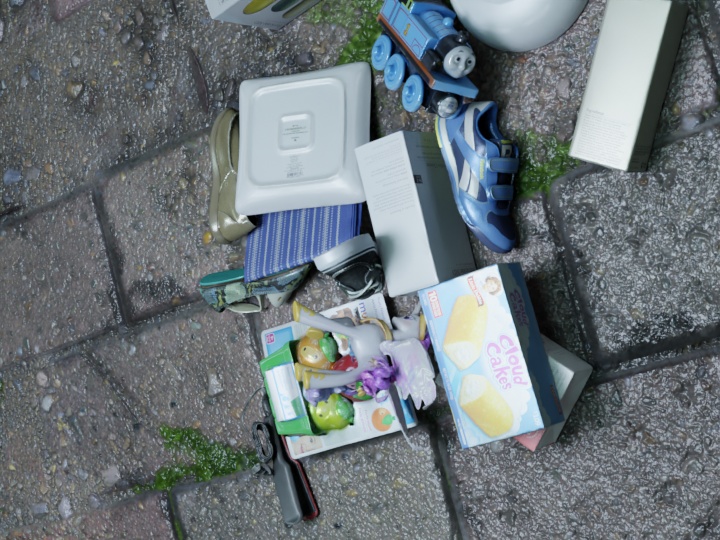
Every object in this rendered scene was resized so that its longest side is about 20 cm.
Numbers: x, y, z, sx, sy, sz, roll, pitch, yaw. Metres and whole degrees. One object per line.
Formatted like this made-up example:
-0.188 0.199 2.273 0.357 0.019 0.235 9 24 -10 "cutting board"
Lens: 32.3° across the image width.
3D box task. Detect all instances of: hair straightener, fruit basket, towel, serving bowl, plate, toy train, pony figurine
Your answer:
-0.121 0.263 1.760 0.041 0.077 0.201 -21 81 34 "hair straightener"
-0.036 0.146 1.690 0.199 0.094 0.186 -18 83 30 "fruit basket"
-0.077 -0.069 1.710 0.199 0.024 0.145 -17 56 34 "towel"
0.185 -0.373 1.526 0.199 0.066 0.201 2 93 33 "serving bowl"
-0.083 -0.182 1.684 0.199 0.032 0.201 -5 75 20 "plate"
0.081 -0.273 1.557 0.115 0.086 0.200 -66 34 29 "toy train"
0.020 0.120 1.579 0.167 0.199 0.194 109 155 -54 "pony figurine"

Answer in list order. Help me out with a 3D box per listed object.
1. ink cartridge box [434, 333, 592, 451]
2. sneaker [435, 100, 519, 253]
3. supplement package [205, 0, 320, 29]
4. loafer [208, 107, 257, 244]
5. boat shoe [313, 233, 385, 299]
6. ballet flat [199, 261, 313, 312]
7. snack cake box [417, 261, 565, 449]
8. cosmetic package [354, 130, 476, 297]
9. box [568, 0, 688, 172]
0.175 0.121 1.562 0.200 0.067 0.117 33 110 28 "ink cartridge box"
0.159 -0.120 1.556 0.082 0.074 0.201 -23 82 30 "sneaker"
-0.107 -0.441 1.663 0.200 0.152 0.151 -27 79 32 "supplement package"
-0.171 -0.135 1.765 0.067 0.076 0.201 -5 77 21 "loafer"
0.000 0.000 1.559 0.072 0.200 0.071 -24 83 14 "boat shoe"
-0.139 0.023 1.774 0.199 0.074 0.075 -10 88 35 "ballet flat"
0.157 0.101 1.493 0.115 0.067 0.201 -20 81 32 "snack cake box"
0.072 -0.071 1.593 0.081 0.113 0.201 -19 84 33 "cosmetic package"
0.312 -0.220 1.450 0.082 0.068 0.201 21 104 30 "box"
